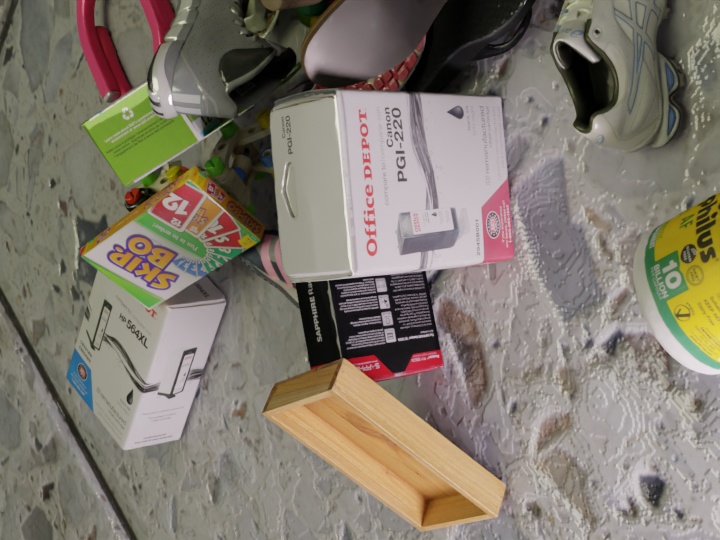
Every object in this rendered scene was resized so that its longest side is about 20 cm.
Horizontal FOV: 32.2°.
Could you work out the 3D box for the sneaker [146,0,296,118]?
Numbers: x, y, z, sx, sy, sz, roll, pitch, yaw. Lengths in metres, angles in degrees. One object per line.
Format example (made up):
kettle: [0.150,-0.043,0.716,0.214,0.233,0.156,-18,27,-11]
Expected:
sneaker: [-0.105,-0.212,1.100,0.115,0.075,0.201,10,66,10]

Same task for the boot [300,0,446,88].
boot: [0.018,-0.219,0.988,0.075,0.200,0.074,28,156,44]

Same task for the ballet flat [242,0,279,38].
ballet flat: [-0.088,-0.278,1.184,0.200,0.069,0.070,122,131,-66]

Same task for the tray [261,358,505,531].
tray: [0.022,0.154,1.077,0.098,0.200,0.037,-23,34,46]

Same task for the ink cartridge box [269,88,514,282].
ink cartridge box: [0.030,-0.071,1.021,0.085,0.199,0.147,-4,91,47]

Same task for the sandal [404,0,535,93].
sandal: [0.100,-0.206,1.046,0.200,0.048,0.076,147,125,-59]

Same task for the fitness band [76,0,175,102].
fitness band: [-0.272,-0.279,1.452,0.144,0.037,0.201,-42,65,41]

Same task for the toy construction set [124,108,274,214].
toy construction set: [-0.169,-0.095,1.299,0.199,0.092,0.131,-15,39,48]

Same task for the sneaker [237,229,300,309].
sneaker: [-0.055,-0.014,1.233,0.200,0.070,0.082,35,98,40]

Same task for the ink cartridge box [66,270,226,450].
ink cartridge box: [-0.248,0.078,1.427,0.146,0.084,0.201,42,123,36]

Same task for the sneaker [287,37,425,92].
sneaker: [-0.006,-0.173,1.134,0.081,0.075,0.200,45,130,0]

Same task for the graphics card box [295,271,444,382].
graphics card box: [0.000,0.000,1.117,0.051,0.125,0.201,-15,84,47]

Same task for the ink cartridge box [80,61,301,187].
ink cartridge box: [-0.146,-0.177,1.194,0.199,0.148,0.076,-29,103,23]

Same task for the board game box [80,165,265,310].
board game box: [-0.196,-0.025,1.256,0.200,0.095,0.030,-28,31,39]

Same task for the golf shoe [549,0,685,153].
golf shoe: [0.179,-0.187,0.923,0.078,0.097,0.201,-21,77,48]

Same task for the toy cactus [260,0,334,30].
toy cactus: [-0.020,-0.257,1.094,0.200,0.165,0.103,-21,99,52]

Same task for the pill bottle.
pill bottle: [0.285,-0.017,0.811,0.200,0.112,0.113,-34,70,45]
